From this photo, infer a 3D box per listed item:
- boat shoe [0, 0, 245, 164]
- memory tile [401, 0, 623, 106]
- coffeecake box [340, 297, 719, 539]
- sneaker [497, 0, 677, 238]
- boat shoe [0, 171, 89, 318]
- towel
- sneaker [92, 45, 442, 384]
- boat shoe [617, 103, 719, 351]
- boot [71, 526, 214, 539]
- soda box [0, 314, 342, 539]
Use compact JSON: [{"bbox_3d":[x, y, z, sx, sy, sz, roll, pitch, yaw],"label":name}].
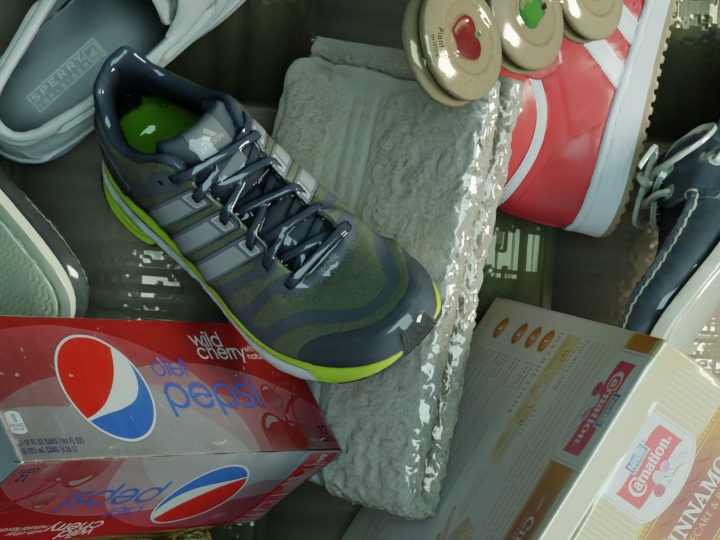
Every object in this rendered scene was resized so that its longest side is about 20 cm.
[{"bbox_3d":[-0.092,-0.126,1.006,0.073,0.065,0.200,39,84,-7],"label":"boat shoe"},{"bbox_3d":[0.045,-0.178,0.933,0.153,0.017,0.201,-27,101,-48],"label":"memory tile"},{"bbox_3d":[0.076,0.101,0.961,0.073,0.200,0.154,35,85,-15],"label":"coffeecake box"},{"bbox_3d":[0.082,-0.124,1.032,0.112,0.071,0.201,11,90,-12],"label":"sneaker"},{"bbox_3d":[-0.181,-0.049,0.965,0.200,0.072,0.067,43,39,16],"label":"boat shoe"},{"bbox_3d":[0.000,0.000,0.987,0.034,0.132,0.202,9,92,-44],"label":"towel"},{"bbox_3d":[-0.049,-0.024,0.936,0.200,0.081,0.074,33,70,32],"label":"sneaker"},{"bbox_3d":[0.159,-0.039,1.019,0.062,0.075,0.200,31,60,9],"label":"boat shoe"},{"bbox_3d":[-0.136,0.076,1.004,0.143,0.071,0.203,-10,95,-15],"label":"boot"},{"bbox_3d":[-0.099,0.064,0.910,0.063,0.199,0.070,-41,65,26],"label":"soda box"}]
